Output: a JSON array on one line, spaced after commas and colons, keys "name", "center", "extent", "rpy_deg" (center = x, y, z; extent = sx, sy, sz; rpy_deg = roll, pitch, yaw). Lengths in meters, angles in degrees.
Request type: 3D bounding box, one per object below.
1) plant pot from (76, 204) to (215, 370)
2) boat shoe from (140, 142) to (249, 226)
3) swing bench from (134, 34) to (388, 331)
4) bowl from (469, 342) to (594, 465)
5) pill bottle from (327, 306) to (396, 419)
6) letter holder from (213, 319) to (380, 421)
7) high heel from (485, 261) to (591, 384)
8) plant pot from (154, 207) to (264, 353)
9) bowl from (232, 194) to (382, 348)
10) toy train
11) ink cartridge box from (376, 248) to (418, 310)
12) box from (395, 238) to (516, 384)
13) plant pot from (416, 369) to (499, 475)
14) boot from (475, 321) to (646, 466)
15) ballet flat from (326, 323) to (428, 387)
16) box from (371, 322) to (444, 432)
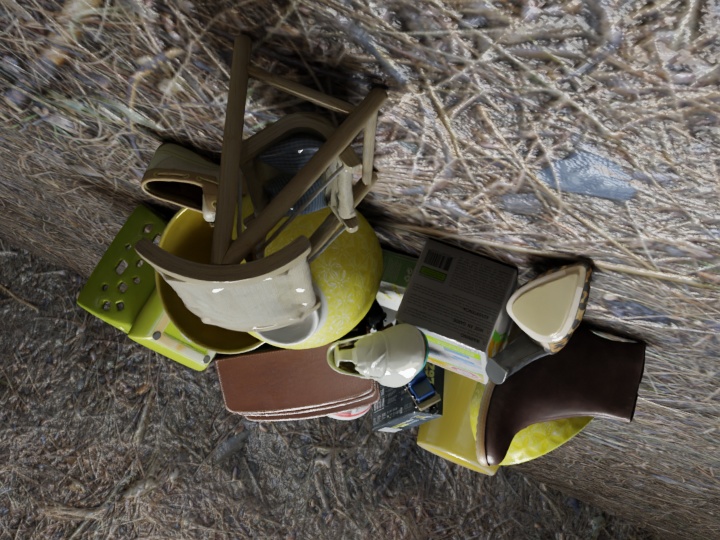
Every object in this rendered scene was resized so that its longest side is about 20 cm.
[{"name": "plant pot", "center": [-0.308, 0.040, 1.410], "extent": [0.181, 0.200, 0.200], "rpy_deg": [28, 173, 41]}, {"name": "boat shoe", "center": [-0.166, -0.085, 1.008], "extent": [0.198, 0.067, 0.074], "rpy_deg": [19, 148, 15]}, {"name": "swing bench", "center": [-0.074, -0.049, 0.727], "extent": [0.129, 0.201, 0.199], "rpy_deg": [21, 167, 5]}, {"name": "bowl", "center": [0.218, 0.153, 1.142], "extent": [0.108, 0.200, 0.200], "rpy_deg": [55, 159, -10]}, {"name": "pill bottle", "center": [-0.013, 0.125, 1.319], "extent": [0.113, 0.114, 0.201], "rpy_deg": [21, 128, 6]}, {"name": "letter holder", "center": [-0.078, 0.150, 1.145], "extent": [0.198, 0.143, 0.101], "rpy_deg": [-9, -165, 4]}, {"name": "high heel", "center": [0.220, 0.034, 0.927], "extent": [0.071, 0.142, 0.201], "rpy_deg": [48, 140, 18]}, {"name": "plant pot", "center": [-0.150, -0.002, 1.137], "extent": [0.199, 0.202, 0.142], "rpy_deg": [19, -168, 17]}, {"name": "bowl", "center": [-0.077, 0.019, 0.947], "extent": [0.198, 0.108, 0.202], "rpy_deg": [3, 124, 5]}, {"name": "toy train", "center": [0.043, 0.094, 1.055], "extent": [0.201, 0.034, 0.046], "rpy_deg": [57, 168, 35]}, {"name": "ink cartridge box", "center": [0.000, 0.000, 1.140], "extent": [0.198, 0.048, 0.146], "rpy_deg": [17, 166, 17]}, {"name": "box", "center": [0.121, 0.056, 1.028], "extent": [0.112, 0.102, 0.200], "rpy_deg": [20, 167, 15]}, {"name": "plant pot", "center": [0.179, 0.205, 1.330], "extent": [0.199, 0.190, 0.201], "rpy_deg": [22, 167, 6]}, {"name": "boot", "center": [0.235, 0.154, 1.009], "extent": [0.165, 0.201, 0.072], "rpy_deg": [13, 159, 27]}, {"name": "ballet flat", "center": [0.011, 0.099, 0.978], "extent": [0.069, 0.070, 0.200], "rpy_deg": [27, 164, -16]}, {"name": "box", "center": [0.072, 0.158, 1.316], "extent": [0.051, 0.159, 0.200], "rpy_deg": [9, 160, -16]}]
